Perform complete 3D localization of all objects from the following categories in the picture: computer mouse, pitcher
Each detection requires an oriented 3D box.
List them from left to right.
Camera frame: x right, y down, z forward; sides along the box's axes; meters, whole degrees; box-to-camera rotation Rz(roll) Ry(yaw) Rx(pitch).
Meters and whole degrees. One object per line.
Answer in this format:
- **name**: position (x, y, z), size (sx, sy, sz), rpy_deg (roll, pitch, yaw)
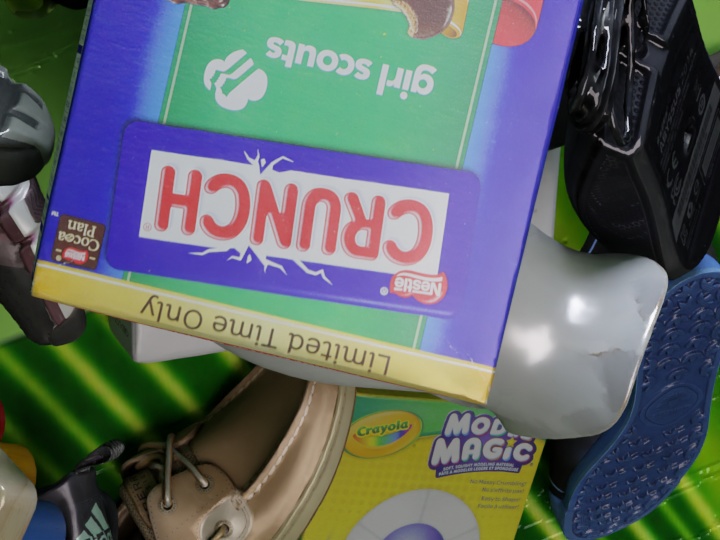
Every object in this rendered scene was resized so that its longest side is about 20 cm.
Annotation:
- **pitcher**: position (0.000, 0.000, 1.067), size (0.199, 0.171, 0.122), rpy_deg (26, 68, -15)
- **computer mouse**: position (0.106, -0.072, 1.050), size (0.200, 0.052, 0.139), rpy_deg (66, 39, -55)

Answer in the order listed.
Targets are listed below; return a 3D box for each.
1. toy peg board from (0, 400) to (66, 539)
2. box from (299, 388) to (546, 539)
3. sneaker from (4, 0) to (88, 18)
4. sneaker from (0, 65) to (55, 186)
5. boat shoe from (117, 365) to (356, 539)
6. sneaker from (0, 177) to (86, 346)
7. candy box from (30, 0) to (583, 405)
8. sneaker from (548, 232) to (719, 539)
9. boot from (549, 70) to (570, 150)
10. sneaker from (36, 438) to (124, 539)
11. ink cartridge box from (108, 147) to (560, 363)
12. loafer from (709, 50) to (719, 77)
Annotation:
- **toy peg board**: position (-0.192, 0.123, 1.051), size (0.097, 0.199, 0.201), rpy_deg (11, 111, -45)
- **box**: position (0.016, 0.114, 1.223), size (0.117, 0.048, 0.201), rpy_deg (4, 111, -27)
- **sneaker**: position (-0.070, -0.177, 1.031), size (0.200, 0.072, 0.083), rpy_deg (-37, 138, 3)
- **sneaker**: position (-0.212, -0.048, 0.963), size (0.199, 0.076, 0.080), rpy_deg (8, 115, -1)
- **boat shoe**: position (-0.075, 0.108, 1.162), size (0.064, 0.071, 0.201), rpy_deg (27, 103, -33)
- **sneaker**: position (-0.195, -0.039, 1.039), size (0.115, 0.076, 0.201), rpy_deg (-27, 113, -4)
- **candy box**: position (-0.016, -0.070, 0.931), size (0.168, 0.077, 0.201), rpy_deg (13, 95, -5)
- **sneaker**: position (0.122, 0.041, 1.227), size (0.070, 0.078, 0.201), rpy_deg (-10, 140, -23)
- **boot**: position (0.026, -0.099, 1.048), size (0.199, 0.078, 0.139), rpy_deg (-8, 123, -24)
- **sneaker**: position (-0.112, 0.141, 1.107), size (0.078, 0.199, 0.141), rpy_deg (-18, 129, -70)
- **ink cartridge box**: position (-0.009, -0.057, 1.125), size (0.199, 0.044, 0.175), rpy_deg (-8, 117, -21)
- **loafer**: position (0.225, -0.064, 1.213), size (0.199, 0.071, 0.073), rpy_deg (-8, 118, -21)
